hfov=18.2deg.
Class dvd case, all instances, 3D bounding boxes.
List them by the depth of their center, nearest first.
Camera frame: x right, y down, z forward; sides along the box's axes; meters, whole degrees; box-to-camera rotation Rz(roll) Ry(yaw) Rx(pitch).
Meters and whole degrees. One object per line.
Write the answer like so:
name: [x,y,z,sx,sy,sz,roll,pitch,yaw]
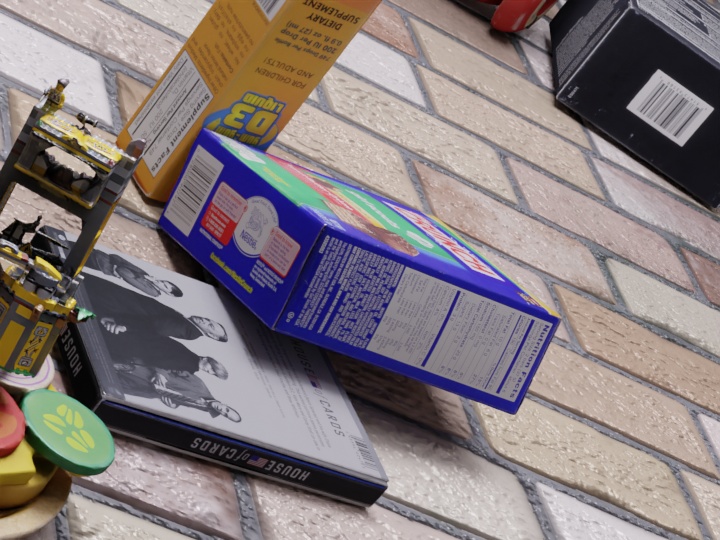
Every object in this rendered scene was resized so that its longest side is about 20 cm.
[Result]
dvd case: [-0.087,0.055,1.277,0.200,0.025,0.150,22,27,-36]

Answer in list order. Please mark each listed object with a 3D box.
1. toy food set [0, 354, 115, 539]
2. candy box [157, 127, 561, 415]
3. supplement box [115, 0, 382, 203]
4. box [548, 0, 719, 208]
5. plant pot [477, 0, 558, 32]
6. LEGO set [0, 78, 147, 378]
toy food set: [-0.217,0.050,1.066,0.200,0.049,0.198,48,25,24]
candy box: [0.000,0.000,1.397,0.200,0.077,0.169,22,11,-37]
supplement box: [-0.070,-0.129,1.426,0.066,0.200,0.069,15,34,-43]
box: [0.296,-0.191,2.179,0.200,0.123,0.198,34,24,-13]
plant pot: [0.143,-0.347,2.157,0.182,0.200,0.200,42,23,4]
LEGO set: [-0.193,-0.049,1.080,0.200,0.116,0.154,31,11,6]
